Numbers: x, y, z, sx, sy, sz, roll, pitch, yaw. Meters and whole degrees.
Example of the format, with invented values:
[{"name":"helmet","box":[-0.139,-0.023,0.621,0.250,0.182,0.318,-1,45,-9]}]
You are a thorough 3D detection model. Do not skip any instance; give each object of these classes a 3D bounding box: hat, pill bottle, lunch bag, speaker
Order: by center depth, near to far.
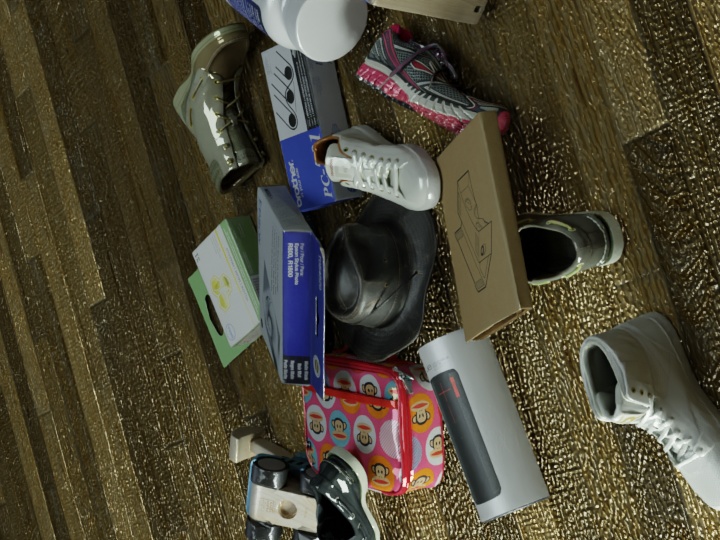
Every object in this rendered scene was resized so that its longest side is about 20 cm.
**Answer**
[{"name":"speaker","box":[0.132,0.162,1.557,0.081,0.081,0.202,-34,72,51]},{"name":"hat","box":[0.000,0.000,1.647,0.200,0.080,0.203,-17,68,51]},{"name":"pill bottle","box":[-0.081,-0.321,1.656,0.200,0.115,0.117,45,132,44]},{"name":"lunch bag","box":[0.013,0.165,1.720,0.199,0.081,0.178,5,99,51]}]

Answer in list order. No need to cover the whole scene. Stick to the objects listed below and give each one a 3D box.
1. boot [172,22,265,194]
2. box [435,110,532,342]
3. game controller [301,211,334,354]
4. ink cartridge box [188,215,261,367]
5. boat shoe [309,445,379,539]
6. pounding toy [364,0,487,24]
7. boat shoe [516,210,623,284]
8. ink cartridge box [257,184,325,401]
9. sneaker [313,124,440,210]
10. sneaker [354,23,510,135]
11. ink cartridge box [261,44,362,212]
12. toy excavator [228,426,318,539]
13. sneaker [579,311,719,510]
[{"name":"boot","box":[-0.167,-0.206,1.854,0.156,0.072,0.200,65,146,18]},{"name":"box","box":[0.122,-0.041,1.469,0.163,0.021,0.202,134,129,-71]},{"name":"game controller","box":[-0.078,0.015,1.822,0.104,0.042,0.202,-7,94,53]},{"name":"ink cartridge box","box":[-0.184,0.035,1.964,0.200,0.048,0.147,-39,69,47]},{"name":"boat shoe","box":[-0.025,0.290,1.701,0.074,0.066,0.200,33,149,26]},{"name":"pounding toy","box":[0.029,-0.330,1.490,0.200,0.183,0.143,43,119,37]},{"name":"boat shoe","box":[0.174,-0.022,1.462,0.201,0.060,0.073,-9,94,55]},{"name":"ink cartridge box","box":[-0.084,0.025,1.712,0.200,0.040,0.202,-125,33,-62]},{"name":"sneaker","box":[0.013,-0.107,1.611,0.200,0.084,0.074,30,127,55]},{"name":"sneaker","box":[0.079,-0.199,1.532,0.199,0.080,0.075,33,95,34]},{"name":"ink cartridge box","box":[-0.059,-0.177,1.740,0.094,0.044,0.202,-11,91,55]},{"name":"toy excavator","box":[-0.100,0.269,1.879,0.192,0.200,0.101,10,104,12]},{"name":"sneaker","box":[0.272,0.142,1.338,0.074,0.115,0.201,-46,65,46]}]
